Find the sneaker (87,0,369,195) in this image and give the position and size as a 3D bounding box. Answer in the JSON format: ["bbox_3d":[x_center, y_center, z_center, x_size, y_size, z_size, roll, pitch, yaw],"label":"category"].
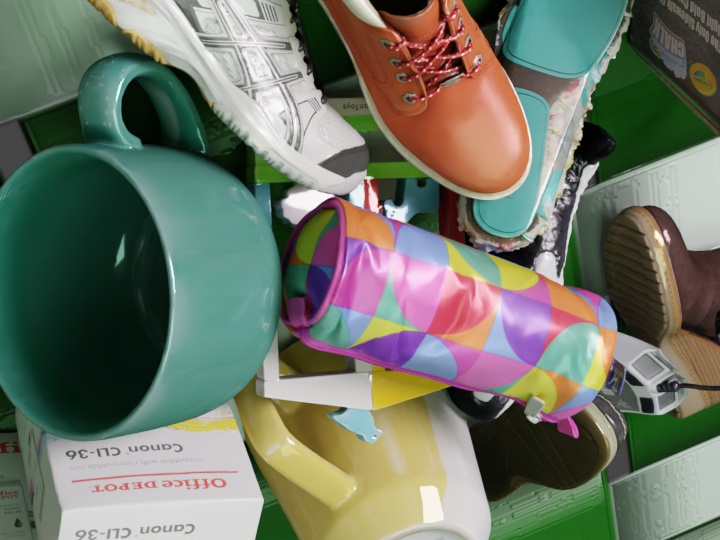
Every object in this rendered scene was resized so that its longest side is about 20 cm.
[{"bbox_3d":[-0.053,-0.121,0.732,0.088,0.076,0.200,-46,117,6],"label":"sneaker"}]

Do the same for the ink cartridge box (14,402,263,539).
[{"bbox_3d":[-0.128,0.119,0.808,0.116,0.200,0.068,-1,125,-22],"label":"ink cartridge box"}]

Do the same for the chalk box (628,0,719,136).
[{"bbox_3d":[0.237,-0.163,0.807,0.123,0.125,0.201,-15,130,-11],"label":"chalk box"}]

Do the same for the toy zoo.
[{"bbox_3d":[0.000,0.000,0.824,0.130,0.020,0.201,-4,92,-20],"label":"toy zoo"}]

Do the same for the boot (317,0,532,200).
[{"bbox_3d":[0.031,-0.112,0.726,0.075,0.107,0.200,-37,109,1],"label":"boot"}]

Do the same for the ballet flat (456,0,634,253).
[{"bbox_3d":[0.103,-0.106,0.821,0.075,0.064,0.201,23,89,1],"label":"ballet flat"}]

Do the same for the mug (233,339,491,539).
[{"bbox_3d":[-0.004,0.135,0.900,0.185,0.153,0.150,4,126,-23],"label":"mug"}]

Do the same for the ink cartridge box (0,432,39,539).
[{"bbox_3d":[-0.177,0.184,0.838,0.146,0.200,0.083,0,121,-23],"label":"ink cartridge box"}]

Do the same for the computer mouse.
[{"bbox_3d":[0.182,0.062,0.945,0.110,0.199,0.044,52,51,-40],"label":"computer mouse"}]

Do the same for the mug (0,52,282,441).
[{"bbox_3d":[-0.109,-0.004,0.756,0.114,0.152,0.185,-5,136,-54],"label":"mug"}]

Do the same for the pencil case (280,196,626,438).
[{"bbox_3d":[0.052,0.027,0.786,0.199,0.089,0.089,20,115,-23],"label":"pencil case"}]

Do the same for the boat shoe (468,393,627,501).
[{"bbox_3d":[0.127,0.108,0.950,0.066,0.072,0.201,-30,175,-25],"label":"boat shoe"}]

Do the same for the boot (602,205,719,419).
[{"bbox_3d":[0.261,-0.004,0.985,0.166,0.072,0.201,-35,130,-12],"label":"boot"}]

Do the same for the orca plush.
[{"bbox_3d":[0.094,-0.001,0.869,0.071,0.105,0.201,11,120,-46],"label":"orca plush"}]
